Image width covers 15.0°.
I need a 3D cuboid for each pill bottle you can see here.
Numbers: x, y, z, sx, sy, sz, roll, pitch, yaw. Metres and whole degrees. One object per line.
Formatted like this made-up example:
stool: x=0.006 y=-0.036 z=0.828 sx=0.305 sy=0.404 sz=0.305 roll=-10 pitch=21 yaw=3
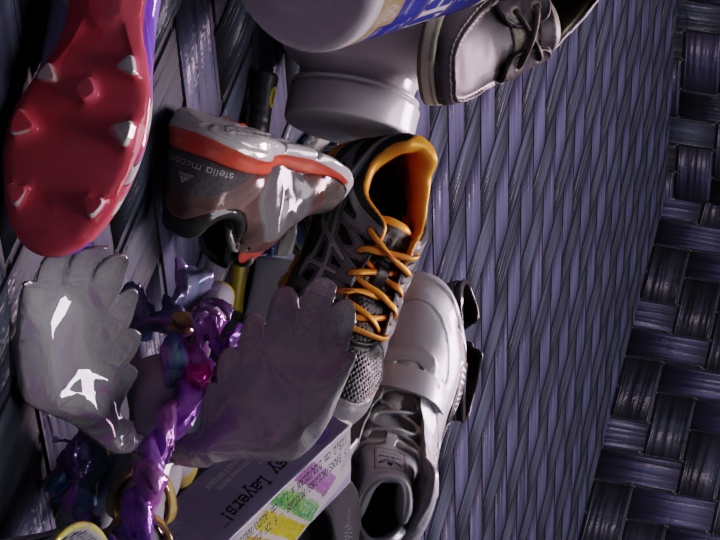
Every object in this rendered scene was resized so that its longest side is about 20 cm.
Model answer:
pill bottle: x=0.027 y=-0.206 z=1.613 sx=0.200 sy=0.120 sz=0.120 roll=-23 pitch=126 yaw=-45
pill bottle: x=0.012 y=-0.185 z=1.748 sx=0.112 sy=0.112 sz=0.200 roll=53 pitch=46 yaw=-74

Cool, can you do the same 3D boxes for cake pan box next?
cake pan box: x=-0.076 y=0.196 z=1.623 sx=0.200 sy=0.052 sz=0.184 roll=-42 pitch=148 yaw=-36

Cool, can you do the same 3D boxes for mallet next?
mallet: x=-0.073 y=-0.026 z=1.671 sx=0.066 sy=0.041 sz=0.200 roll=22 pitch=72 yaw=-76

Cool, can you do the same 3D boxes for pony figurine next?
pony figurine: x=-0.098 y=0.069 z=1.387 sx=0.200 sy=0.166 sz=0.193 roll=-95 pitch=-162 yaw=-71

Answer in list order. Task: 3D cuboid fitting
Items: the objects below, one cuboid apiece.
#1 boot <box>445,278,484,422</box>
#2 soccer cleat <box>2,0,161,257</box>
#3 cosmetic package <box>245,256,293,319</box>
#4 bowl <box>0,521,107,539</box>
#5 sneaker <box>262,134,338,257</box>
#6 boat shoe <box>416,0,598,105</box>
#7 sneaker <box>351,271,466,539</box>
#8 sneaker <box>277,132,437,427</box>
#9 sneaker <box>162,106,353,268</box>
boot: x=0.017 y=0.096 z=1.953 sx=0.070 sy=0.131 sz=0.200 roll=-61 pitch=157 yaw=-61
soccer cleat: x=-0.123 y=-0.103 z=1.286 sx=0.076 sy=0.067 sz=0.200 roll=43 pitch=54 yaw=-82
cosmetic package: x=-0.047 y=0.100 z=1.798 sx=0.102 sy=0.074 sz=0.200 roll=58 pitch=41 yaw=-73
bowl: x=-0.178 y=0.199 z=1.171 sx=0.201 sy=0.094 sz=0.201 roll=9 pitch=90 yaw=-78
sneaker: x=-0.010 y=-0.042 z=1.829 sx=0.200 sy=0.085 sz=0.077 roll=-48 pitch=146 yaw=-71
boat shoe: x=0.096 y=-0.158 z=1.727 sx=0.200 sy=0.065 sz=0.072 roll=-42 pitch=137 yaw=-54
sneaker: x=0.026 y=0.099 z=1.743 sx=0.115 sy=0.075 sz=0.200 roll=145 pitch=-42 yaw=-88
sneaker: x=0.000 y=0.000 z=1.679 sx=0.077 sy=0.078 sz=0.200 roll=-24 pitch=-129 yaw=51
sneaker: x=-0.070 y=-0.043 z=1.594 sx=0.200 sy=0.077 sz=0.082 roll=12 pitch=97 yaw=-67
